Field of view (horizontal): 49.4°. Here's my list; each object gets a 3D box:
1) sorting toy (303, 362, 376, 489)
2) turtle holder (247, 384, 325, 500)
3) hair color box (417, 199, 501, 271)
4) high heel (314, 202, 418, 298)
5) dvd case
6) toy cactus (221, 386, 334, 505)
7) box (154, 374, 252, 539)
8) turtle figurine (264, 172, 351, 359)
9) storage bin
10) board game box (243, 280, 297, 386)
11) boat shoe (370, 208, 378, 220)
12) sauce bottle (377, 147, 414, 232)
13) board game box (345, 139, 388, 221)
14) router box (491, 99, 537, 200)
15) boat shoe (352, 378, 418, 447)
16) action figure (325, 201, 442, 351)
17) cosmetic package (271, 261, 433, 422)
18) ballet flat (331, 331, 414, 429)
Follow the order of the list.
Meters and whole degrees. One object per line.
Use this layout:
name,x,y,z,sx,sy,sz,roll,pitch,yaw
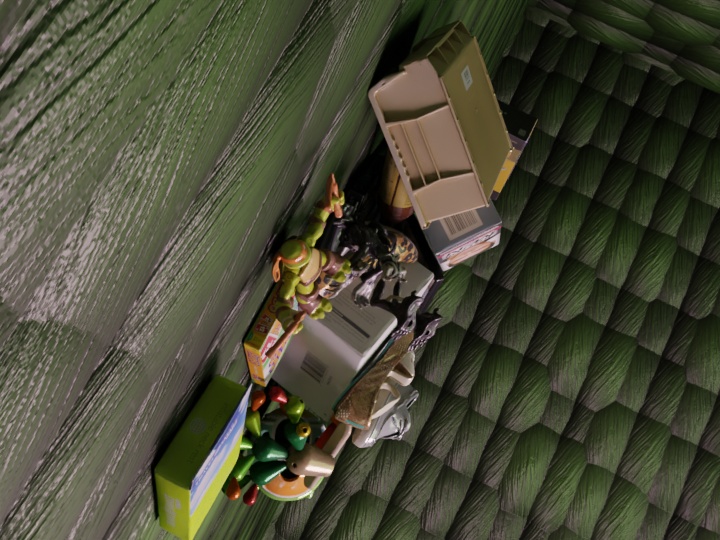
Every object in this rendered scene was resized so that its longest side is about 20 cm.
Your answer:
sorting toy,-0.017,0.218,1.206,0.200,0.036,0.185,-51,172,-49
turtle holder,-0.109,0.280,1.295,0.186,0.141,0.132,-59,172,-31
hair color box,0.145,-0.056,1.125,0.099,0.061,0.200,-26,171,5
high heel,0.000,0.000,1.083,0.200,0.071,0.143,25,86,-47
dvd case,0.068,-0.024,1.261,0.143,0.017,0.200,114,-38,-50
toy cactus,-0.108,0.250,1.065,0.200,0.165,0.102,-59,-152,16
box,-0.168,0.200,0.836,0.200,0.048,0.122,108,8,-54
turtle figurine,-0.062,0.005,0.841,0.161,0.064,0.201,59,45,-72
storage bin,0.109,-0.193,1.003,0.199,0.094,0.200,66,29,-20
board game box,-0.110,0.083,0.987,0.096,0.030,0.200,-63,177,-21
boat shoe,0.047,-0.114,1.370,0.202,0.075,0.075,124,-27,-50
sauce bottle,0.057,-0.119,1.153,0.066,0.066,0.200,-60,173,-36
board game box,0.005,-0.107,1.190,0.200,0.028,0.135,-58,172,-54
router box,0.149,-0.209,1.196,0.052,0.200,0.157,-60,172,-28
boat shoe,0.048,0.222,1.214,0.070,0.071,0.201,-59,174,24
action figure,0.010,0.005,0.965,0.102,0.200,0.119,-43,150,16
cosmetic package,-0.015,0.083,1.178,0.200,0.123,0.200,-44,167,-40
ballet flat,0.036,0.153,1.110,0.200,0.065,0.071,-47,168,-38
